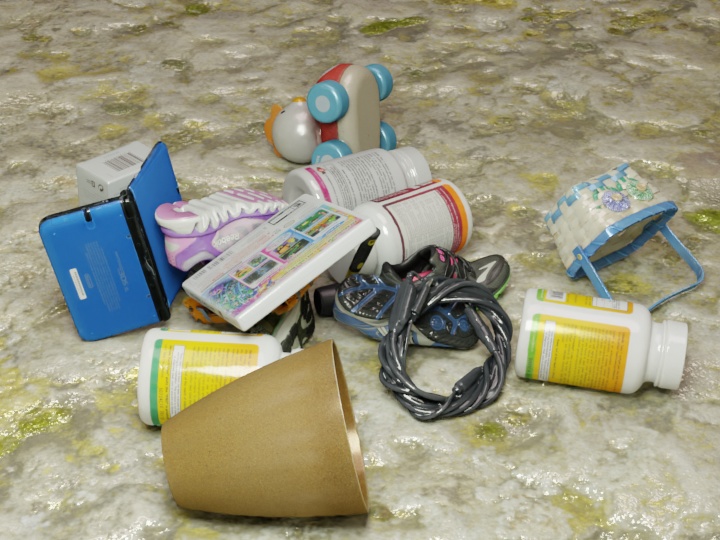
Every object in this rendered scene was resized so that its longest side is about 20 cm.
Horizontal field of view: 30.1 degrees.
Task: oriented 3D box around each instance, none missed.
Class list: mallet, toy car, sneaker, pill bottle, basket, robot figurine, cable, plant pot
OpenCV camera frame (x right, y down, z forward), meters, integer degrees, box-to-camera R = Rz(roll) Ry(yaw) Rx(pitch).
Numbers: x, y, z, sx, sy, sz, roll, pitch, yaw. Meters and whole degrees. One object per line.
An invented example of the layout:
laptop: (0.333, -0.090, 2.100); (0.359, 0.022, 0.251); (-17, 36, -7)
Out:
mallet: (0.000, 0.000, 1.703); (0.065, 0.200, 0.041); (-5, 63, -27)
toy car: (-0.072, -0.234, 2.089); (0.199, 0.178, 0.184); (5, 19, 27)
sneaker: (0.058, 0.056, 1.710); (0.199, 0.077, 0.076); (18, 63, -12)
sneaker: (-0.174, -0.049, 1.698); (0.199, 0.089, 0.080); (-16, 26, -42)
pill bottle: (0.294, 0.090, 1.642); (0.198, 0.112, 0.111); (9, 33, 9)
sneaker: (0.114, 0.008, 1.783); (0.199, 0.084, 0.077); (-11, 35, -21)
pill bottle: (-0.002, -0.112, 1.936); (0.199, 0.114, 0.113); (-17, 37, -28)
basket: (0.360, -0.035, 1.838); (0.176, 0.139, 0.201); (-25, 76, -35)
pill bottle: (0.049, -0.051, 1.847); (0.199, 0.110, 0.109); (-20, 39, -32)
sneaker: (-0.112, 0.068, 1.691); (0.088, 0.077, 0.200); (-3, 28, 12)
robot figurine: (-0.129, 0.014, 1.683); (0.199, 0.058, 0.145); (-7, 34, 48)
pill bottle: (-0.151, 0.128, 1.547); (0.198, 0.113, 0.113); (3, 32, 0)
cable: (0.105, 0.100, 1.636); (0.162, 0.051, 0.201); (22, 56, -11)
plant pot: (-0.105, 0.185, 1.422); (0.198, 0.187, 0.187); (-12, 33, 1)

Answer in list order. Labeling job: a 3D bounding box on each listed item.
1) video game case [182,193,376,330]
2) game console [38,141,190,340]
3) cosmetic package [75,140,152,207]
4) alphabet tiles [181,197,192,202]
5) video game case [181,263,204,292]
video game case: (-0.100, -0.014, 1.597); (0.200, 0.024, 0.182); (-37, 27, -16)
game console: (-0.299, -0.036, 1.679); (0.169, 0.201, 0.119); (-15, 40, -5)
cosmetic package: (-0.303, -0.054, 1.739); (0.071, 0.201, 0.101); (28, 39, 35)
alphabet tiles: (-0.174, -0.081, 1.843); (0.199, 0.008, 0.167); (10, 4, -30)
video game case: (-0.169, -0.015, 1.859); (0.199, 0.019, 0.143); (-21, 40, -34)
